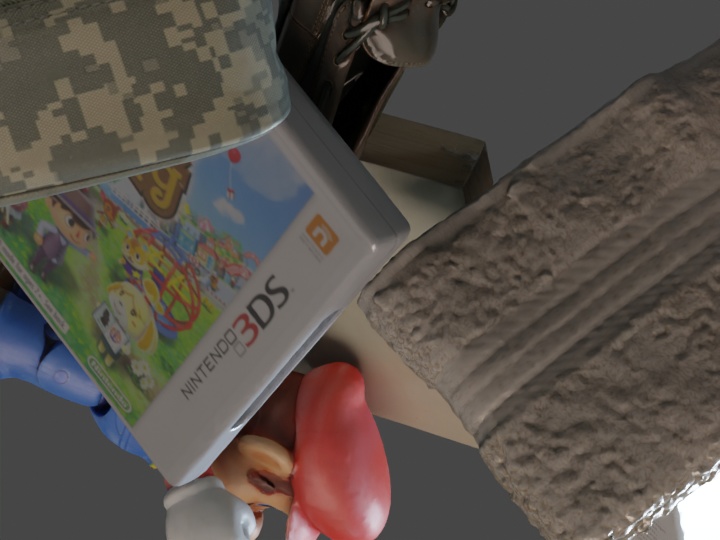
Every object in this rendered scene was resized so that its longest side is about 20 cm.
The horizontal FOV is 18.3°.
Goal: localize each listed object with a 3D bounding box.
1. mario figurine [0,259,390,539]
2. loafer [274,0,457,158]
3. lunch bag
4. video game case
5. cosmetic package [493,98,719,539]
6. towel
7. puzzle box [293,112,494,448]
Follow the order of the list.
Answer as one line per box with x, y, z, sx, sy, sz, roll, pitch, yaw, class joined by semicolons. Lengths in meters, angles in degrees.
-0.083;0.074;0.966;0.200;0.123;0.106;24;149;4;mario figurine
0.003;-0.077;0.780;0.072;0.063;0.200;-15;146;-50;loafer
-0.109;-0.123;0.619;0.139;0.200;0.168;-16;114;-12;lunch bag
-0.088;-0.041;0.804;0.200;0.022;0.182;52;139;10;video game case
0.121;0.035;0.926;0.071;0.101;0.200;-37;146;-14;cosmetic package
0.116;0.002;0.795;0.200;0.133;0.034;-35;157;-10;towel
0.000;0.000;0.923;0.133;0.025;0.200;18;150;21;puzzle box
